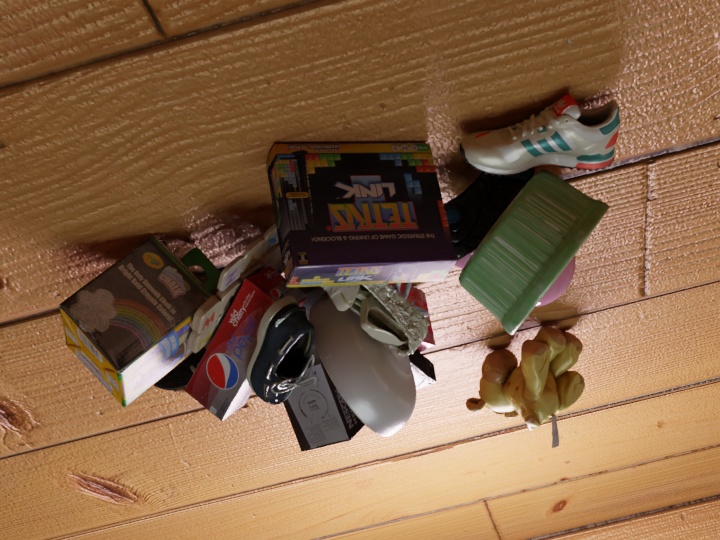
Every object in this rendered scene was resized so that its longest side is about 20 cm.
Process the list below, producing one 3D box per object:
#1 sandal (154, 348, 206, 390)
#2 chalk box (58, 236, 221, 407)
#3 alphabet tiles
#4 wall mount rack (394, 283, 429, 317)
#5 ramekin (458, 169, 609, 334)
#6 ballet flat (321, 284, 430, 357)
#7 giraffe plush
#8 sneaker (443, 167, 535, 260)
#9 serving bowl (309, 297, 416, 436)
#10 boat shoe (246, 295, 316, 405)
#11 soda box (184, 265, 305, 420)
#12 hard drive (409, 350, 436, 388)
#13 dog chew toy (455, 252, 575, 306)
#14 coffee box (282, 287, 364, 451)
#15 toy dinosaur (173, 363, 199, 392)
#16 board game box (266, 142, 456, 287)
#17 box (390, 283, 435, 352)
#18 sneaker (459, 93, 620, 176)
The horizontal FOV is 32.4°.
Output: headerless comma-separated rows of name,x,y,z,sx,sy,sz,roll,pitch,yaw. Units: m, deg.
sandal,-0.231,0.141,1.882,0.200,0.076,0.048,-13,150,1
chalk box,-0.268,0.052,1.597,0.200,0.124,0.124,-38,164,-24
alphabet tiles,-0.149,0.022,1.605,0.200,0.015,0.196,-45,167,-34
wall mount rack,0.000,0.000,1.603,0.199,0.075,0.174,17,-177,8
ramekin,0.209,-0.028,1.536,0.200,0.098,0.200,-52,173,-9
ballet flat,0.006,0.036,1.535,0.200,0.072,0.072,39,132,-19
giraffe plush,0.275,0.194,2.136,0.162,0.201,0.172,4,174,43
sneaker,0.142,-0.066,1.559,0.200,0.073,0.082,-40,168,-11
serving bowl,0.016,0.113,1.612,0.066,0.201,0.200,-31,149,14
boat shoe,-0.092,0.113,1.548,0.075,0.062,0.200,-25,149,-33
soda box,-0.149,0.095,1.606,0.200,0.070,0.063,-58,166,28
hard drive,0.015,0.143,1.819,0.139,0.038,0.200,-17,154,16
dog chew toy,0.197,-0.024,1.694,0.199,0.125,0.124,17,143,-32
coffee box,-0.061,0.127,1.675,0.079,0.201,0.114,-17,-174,25
toy dinosaur,-0.165,0.124,1.740,0.200,0.086,0.136,-40,-176,24
board game box,-0.001,-0.068,1.463,0.199,0.166,0.057,-3,153,-19
box,0.009,0.066,1.810,0.099,0.096,0.200,-27,150,29
sneaker,0.217,-0.170,1.483,0.199,0.070,0.094,-2,132,-11
